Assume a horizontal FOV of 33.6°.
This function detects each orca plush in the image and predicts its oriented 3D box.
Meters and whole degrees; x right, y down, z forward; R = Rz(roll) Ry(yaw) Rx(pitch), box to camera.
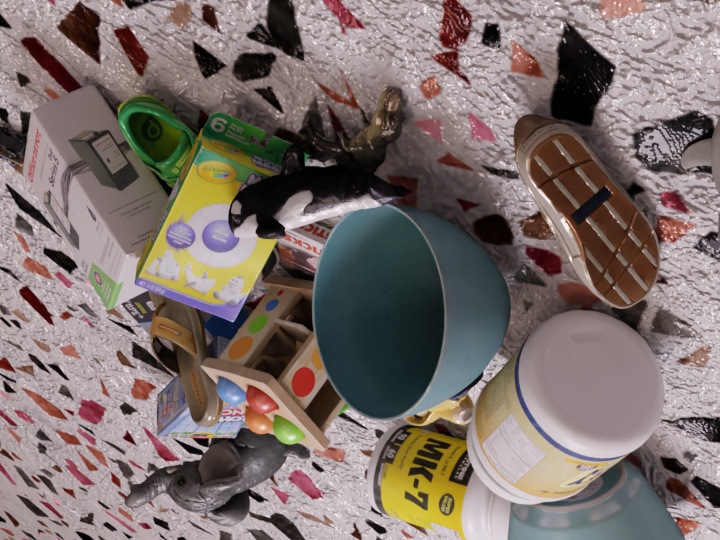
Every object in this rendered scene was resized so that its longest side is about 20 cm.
[{"bbox_3d":[-0.054,-0.080,1.102,0.199,0.105,0.072,-2,114,50],"label":"orca plush"}]

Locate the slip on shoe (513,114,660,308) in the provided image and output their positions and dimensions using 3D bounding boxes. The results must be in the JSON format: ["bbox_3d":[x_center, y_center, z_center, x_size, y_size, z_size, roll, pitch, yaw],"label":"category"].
[{"bbox_3d":[0.188,-0.051,1.008,0.200,0.076,0.061,46,-173,-31],"label":"slip on shoe"}]

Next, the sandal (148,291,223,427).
[{"bbox_3d":[-0.215,0.090,1.394,0.080,0.054,0.201,-43,61,50],"label":"sandal"}]

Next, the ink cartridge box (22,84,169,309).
[{"bbox_3d":[-0.289,-0.081,1.329,0.201,0.084,0.146,55,150,11],"label":"ink cartridge box"}]

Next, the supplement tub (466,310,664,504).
[{"bbox_3d":[0.193,0.141,1.171,0.144,0.145,0.200,33,149,3],"label":"supplement tub"}]

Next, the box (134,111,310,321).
[{"bbox_3d":[-0.138,-0.054,1.208,0.117,0.048,0.201,21,114,-18],"label":"box"}]

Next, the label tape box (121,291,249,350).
[{"bbox_3d":[-0.241,0.062,1.556,0.199,0.063,0.144,-11,125,49],"label":"label tape box"}]

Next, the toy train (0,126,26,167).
[{"bbox_3d":[-0.381,-0.127,1.471,0.199,0.034,0.046,25,159,15],"label":"toy train"}]

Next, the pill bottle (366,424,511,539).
[{"bbox_3d":[0.116,0.261,1.431,0.199,0.115,0.115,11,141,34],"label":"pill bottle"}]

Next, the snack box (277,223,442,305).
[{"bbox_3d":[0.000,0.000,1.280,0.199,0.024,0.072,24,149,18],"label":"snack box"}]

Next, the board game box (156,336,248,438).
[{"bbox_3d":[-0.143,0.150,1.487,0.198,0.062,0.200,3,153,-15],"label":"board game box"}]

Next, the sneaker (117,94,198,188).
[{"bbox_3d":[-0.177,-0.105,1.242,0.200,0.074,0.084,36,-170,-2],"label":"sneaker"}]

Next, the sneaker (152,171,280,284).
[{"bbox_3d":[-0.177,-0.059,1.323,0.200,0.080,0.078,43,149,-9],"label":"sneaker"}]

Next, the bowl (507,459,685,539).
[{"bbox_3d":[0.240,0.268,1.279,0.200,0.200,0.106,-1,113,44],"label":"bowl"}]

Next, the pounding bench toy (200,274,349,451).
[{"bbox_3d":[-0.058,0.134,1.372,0.124,0.156,0.200,8,145,48],"label":"pounding bench toy"}]

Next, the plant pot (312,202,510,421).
[{"bbox_3d":[0.064,0.036,1.139,0.199,0.134,0.202,3,94,52],"label":"plant pot"}]

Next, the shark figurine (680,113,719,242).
[{"bbox_3d":[0.307,-0.033,0.890,0.215,0.090,0.128,46,148,-13],"label":"shark figurine"}]

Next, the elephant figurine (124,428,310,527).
[{"bbox_3d":[-0.205,0.295,1.698,0.155,0.200,0.142,-11,126,50],"label":"elephant figurine"}]

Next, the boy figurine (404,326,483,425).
[{"bbox_3d":[0.077,0.119,1.307,0.125,0.064,0.200,52,163,9],"label":"boy figurine"}]

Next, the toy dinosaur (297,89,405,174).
[{"bbox_3d":[-0.017,-0.111,1.135,0.088,0.048,0.200,27,151,1],"label":"toy dinosaur"}]
